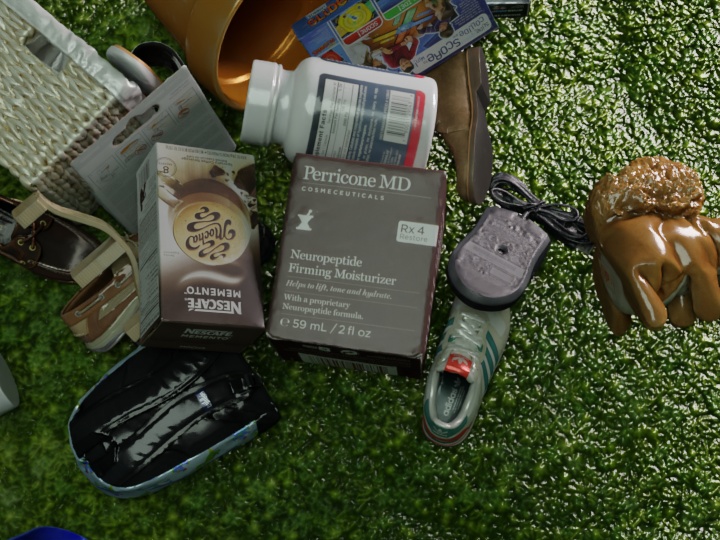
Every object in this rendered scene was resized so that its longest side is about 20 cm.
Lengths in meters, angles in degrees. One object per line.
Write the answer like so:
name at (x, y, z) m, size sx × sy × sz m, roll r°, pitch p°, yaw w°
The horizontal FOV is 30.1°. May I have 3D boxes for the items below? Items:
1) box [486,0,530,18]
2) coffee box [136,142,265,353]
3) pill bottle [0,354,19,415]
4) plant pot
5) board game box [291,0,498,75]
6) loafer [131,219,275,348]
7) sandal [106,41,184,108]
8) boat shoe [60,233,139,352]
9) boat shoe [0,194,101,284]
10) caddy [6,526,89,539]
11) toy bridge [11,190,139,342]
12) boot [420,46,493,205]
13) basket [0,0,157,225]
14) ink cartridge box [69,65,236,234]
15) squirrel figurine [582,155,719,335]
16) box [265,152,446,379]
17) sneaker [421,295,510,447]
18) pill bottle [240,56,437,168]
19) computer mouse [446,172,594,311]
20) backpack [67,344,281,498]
box at (0.097, -0.375, 1.569) m, size 0.199 × 0.046 × 0.160 m, roll -2°, pitch 78°, yaw 3°
coffee box at (-0.168, -0.022, 1.392) m, size 0.113 × 0.080 × 0.201 m, roll 5°, pitch 65°, yaw -25°
pill bottle at (-0.481, 0.155, 1.457) m, size 0.200 × 0.111 × 0.112 m, roll -26°, pitch 78°, yaw -2°
plant pot at (-0.148, -0.311, 1.508) m, size 0.183 × 0.200 × 0.200 m, roll 39°, pitch 82°, yaw 26°
board game box at (0.041, -0.272, 1.491) m, size 0.200 × 0.135 × 0.035 m, roll -31°, pitch 44°, yaw 5°
loafer at (-0.182, 0.011, 1.490) m, size 0.073 × 0.072 × 0.200 m, roll 43°, pitch 84°, yaw 9°
sandal at (-0.222, -0.220, 1.473) m, size 0.079 × 0.207 × 0.059 m, roll 36°, pitch 86°, yaw 4°
boat shoe at (-0.256, -0.004, 1.485) m, size 0.072 × 0.076 × 0.200 m, roll 40°, pitch 80°, yaw -26°
boat shoe at (-0.383, -0.041, 1.515) m, size 0.199 × 0.070 × 0.071 m, roll 19°, pitch 79°, yaw 6°
caddy at (-0.310, 0.332, 1.373) m, size 0.141 × 0.200 × 0.105 m, roll 35°, pitch 99°, yaw 10°
toy bridge at (-0.277, -0.011, 1.420) m, size 0.067 × 0.027 × 0.200 m, roll -41°, pitch 117°, yaw -2°
boot at (0.107, -0.158, 1.508) m, size 0.075 × 0.074 × 0.201 m, roll -8°, pitch 60°, yaw 13°
basket at (-0.345, -0.180, 1.476) m, size 0.198 × 0.200 × 0.161 m, roll 40°, pitch 85°, yaw 11°
ink cartridge box at (-0.233, -0.137, 1.458) m, size 0.162 × 0.200 × 0.050 m, roll -42°, pitch 66°, yaw -6°
squirrel figurine at (0.345, -0.039, 1.442) m, size 0.186 × 0.142 × 0.201 m, roll -19°, pitch 80°, yaw -7°
box at (0.000, 0.000, 1.435) m, size 0.165 × 0.164 × 0.201 m, roll 7°, pitch 78°, yaw 5°
sneaker at (0.117, 0.092, 1.445) m, size 0.070 × 0.093 × 0.200 m, roll 18°, pitch 80°, yaw 6°
pill bottle at (-0.025, -0.166, 1.448) m, size 0.199 × 0.120 × 0.120 m, roll 10°, pitch 79°, yaw -5°
computer mouse at (0.160, -0.014, 1.463) m, size 0.138 × 0.053 × 0.200 m, roll 33°, pitch 49°, yaw 13°
backpack at (-0.215, 0.160, 1.436) m, size 0.200 × 0.154 × 0.163 m, roll -35°, pitch 82°, yaw -26°
